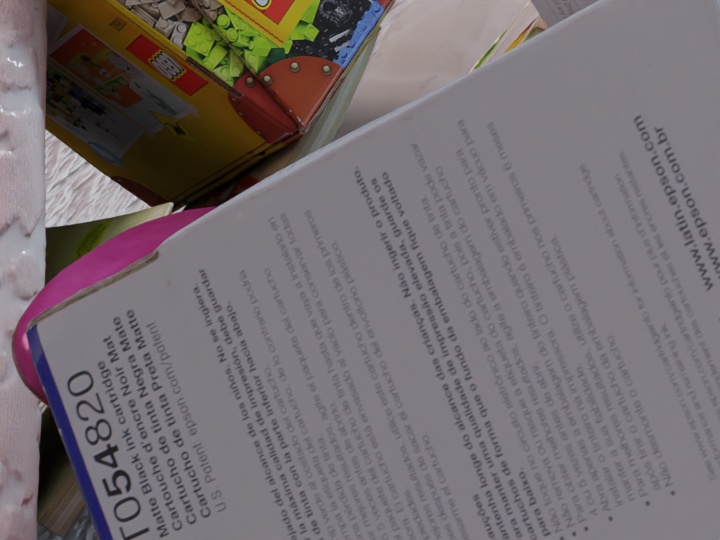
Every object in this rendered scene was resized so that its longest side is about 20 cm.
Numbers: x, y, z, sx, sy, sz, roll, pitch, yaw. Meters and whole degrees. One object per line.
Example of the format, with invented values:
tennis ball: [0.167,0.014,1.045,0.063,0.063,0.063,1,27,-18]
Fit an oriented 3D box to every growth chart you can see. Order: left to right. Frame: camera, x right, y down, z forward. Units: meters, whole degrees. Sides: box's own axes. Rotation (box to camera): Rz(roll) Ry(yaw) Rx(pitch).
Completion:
growth chart: [0.021,-0.062,0.989,0.200,0.018,0.145,-48,24,-3]

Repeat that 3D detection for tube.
tube: [-0.102,0.009,0.946,0.052,0.058,0.200,-16,6,-14]

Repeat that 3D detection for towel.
towel: [-0.136,0.015,0.921,0.191,0.032,0.201,159,112,-72]

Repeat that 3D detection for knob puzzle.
knob puzzle: [-0.047,-0.001,0.943,0.220,0.030,0.220,-53,10,13]

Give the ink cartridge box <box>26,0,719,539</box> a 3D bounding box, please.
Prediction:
ink cartridge box: [0.039,0.062,0.572,0.200,0.200,0.041,-26,-9,34]

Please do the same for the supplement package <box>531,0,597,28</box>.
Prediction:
supplement package: [0.133,-0.146,0.730,0.200,0.110,0.114,-7,54,27]

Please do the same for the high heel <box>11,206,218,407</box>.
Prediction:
high heel: [0.000,0.000,0.767,0.096,0.200,0.068,-30,71,47]

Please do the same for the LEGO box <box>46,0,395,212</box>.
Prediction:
LEGO box: [-0.084,-0.103,0.937,0.077,0.149,0.200,-57,11,-15]
